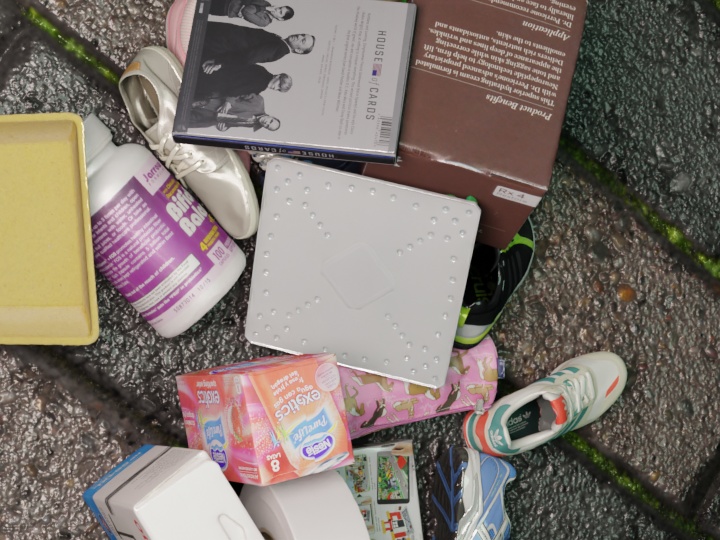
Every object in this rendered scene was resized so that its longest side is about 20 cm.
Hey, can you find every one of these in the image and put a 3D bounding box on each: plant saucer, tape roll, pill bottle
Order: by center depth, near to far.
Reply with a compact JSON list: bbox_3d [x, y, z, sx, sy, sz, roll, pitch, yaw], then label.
[{"bbox_3d":[-0.320,-0.037,1.430,0.198,0.048,0.202,0,99,15],"label":"plant saucer"},{"bbox_3d":[-0.049,0.282,1.484,0.070,0.202,0.205,-11,90,-22],"label":"tape roll"},{"bbox_3d":[-0.208,-0.044,1.491,0.200,0.112,0.112,47,72,-13],"label":"pill bottle"}]

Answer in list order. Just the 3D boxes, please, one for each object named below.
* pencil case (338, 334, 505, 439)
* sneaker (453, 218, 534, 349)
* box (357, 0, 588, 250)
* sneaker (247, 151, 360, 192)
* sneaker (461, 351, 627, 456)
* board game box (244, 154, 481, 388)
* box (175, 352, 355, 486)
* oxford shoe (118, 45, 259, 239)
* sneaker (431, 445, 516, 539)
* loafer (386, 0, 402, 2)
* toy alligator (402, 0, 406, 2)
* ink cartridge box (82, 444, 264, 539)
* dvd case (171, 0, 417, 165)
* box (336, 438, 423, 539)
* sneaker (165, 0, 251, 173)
[{"bbox_3d":[0.041,0.112,1.596,0.198,0.087,0.084,-10,120,-22],"label":"pencil case"},{"bbox_3d":[0.133,-0.007,1.606,0.071,0.083,0.201,21,51,4],"label":"sneaker"},{"bbox_3d":[0.100,-0.157,1.517,0.164,0.164,0.202,17,71,-3],"label":"box"},{"bbox_3d":[-0.071,-0.098,1.526,0.199,0.080,0.148,-5,106,-60],"label":"sneaker"},{"bbox_3d":[0.204,0.140,1.650,0.198,0.093,0.071,-21,94,-21],"label":"sneaker"},{"bbox_3d":[0.000,0.000,1.503,0.198,0.026,0.202,13,120,6],"label":"board game box"},{"bbox_3d":[-0.091,0.135,1.477,0.094,0.200,0.104,-11,91,-23],"label":"box"},{"bbox_3d":[-0.162,-0.113,1.498,0.058,0.075,0.201,-34,94,-44],"label":"oxford shoe"},{"bbox_3d":[0.112,0.278,1.607,0.076,0.076,0.202,8,92,-27],"label":"sneaker"},{"bbox_3d":[0.008,-0.274,1.588,0.075,0.067,0.202,23,99,6],"label":"loafer"},{"bbox_3d":[0.074,-0.243,1.643,0.198,0.059,0.055,13,77,-7],"label":"toy alligator"},{"bbox_3d":[-0.158,0.239,1.443,0.084,0.200,0.147,-35,98,-20],"label":"ink cartridge box"},{"bbox_3d":[-0.057,-0.174,1.420,0.198,0.025,0.152,7,70,6],"label":"dvd case"},{"bbox_3d":[0.008,0.274,1.595,0.109,0.035,0.202,-5,88,-22],"label":"box"},{"bbox_3d":[-0.138,-0.170,1.533,0.075,0.104,0.203,-9,91,-23],"label":"sneaker"}]
